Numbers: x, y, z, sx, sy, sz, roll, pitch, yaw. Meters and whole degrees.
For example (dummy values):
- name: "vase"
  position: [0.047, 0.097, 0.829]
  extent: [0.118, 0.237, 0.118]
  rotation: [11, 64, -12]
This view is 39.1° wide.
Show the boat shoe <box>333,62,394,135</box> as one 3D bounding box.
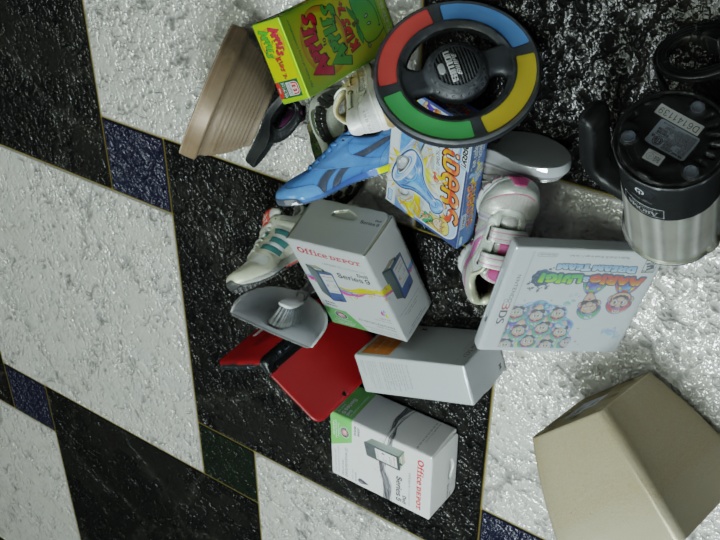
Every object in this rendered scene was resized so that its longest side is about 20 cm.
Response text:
- name: "boat shoe"
  position: [-0.004, -0.220, 1.309]
  extent: [0.069, 0.200, 0.071]
  rotation: [-22, 110, 3]

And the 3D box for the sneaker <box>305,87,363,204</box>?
- name: "sneaker"
  position: [-0.044, -0.184, 1.468]
  extent: [0.089, 0.077, 0.200]
  rotation: [-130, 29, -49]

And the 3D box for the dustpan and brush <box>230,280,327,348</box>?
- name: "dustpan and brush"
  position: [-0.100, 0.051, 1.566]
  extent: [0.139, 0.200, 0.057]
  rotation: [23, 102, 10]

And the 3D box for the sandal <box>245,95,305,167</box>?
- name: "sandal"
  position: [-0.113, -0.215, 1.489]
  extent: [0.048, 0.075, 0.200]
  rotation: [36, 145, 0]

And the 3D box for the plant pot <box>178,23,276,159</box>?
- name: "plant pot"
  position: [-0.180, -0.243, 1.455]
  extent: [0.093, 0.201, 0.201]
  rotation: [22, 137, -10]

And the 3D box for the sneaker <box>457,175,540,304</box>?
- name: "sneaker"
  position: [0.179, -0.031, 1.281]
  extent: [0.081, 0.088, 0.200]
  rotation: [6, 135, -6]

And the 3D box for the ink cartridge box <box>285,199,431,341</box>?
- name: "ink cartridge box"
  position: [0.000, 0.000, 1.483]
  extent: [0.145, 0.088, 0.200]
  rotation: [14, 145, 33]

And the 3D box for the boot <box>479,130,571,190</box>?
- name: "boot"
  position: [0.184, -0.125, 1.308]
  extent: [0.200, 0.074, 0.096]
  rotation: [21, 137, 39]

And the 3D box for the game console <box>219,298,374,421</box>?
- name: "game console"
  position: [-0.090, 0.140, 1.614]
  extent: [0.172, 0.200, 0.119]
  rotation: [-6, 114, 42]

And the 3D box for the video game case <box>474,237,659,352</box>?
- name: "video game case"
  position: [0.262, 0.035, 1.286]
  extent: [0.200, 0.024, 0.182]
  rotation: [2, 132, -14]

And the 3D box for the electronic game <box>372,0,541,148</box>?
- name: "electronic game"
  position: [0.114, -0.235, 1.202]
  extent: [0.200, 0.200, 0.042]
  rotation: [34, 166, 17]

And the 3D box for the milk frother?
- name: "milk frother"
  position: [0.356, -0.141, 1.111]
  extent: [0.181, 0.200, 0.188]
  rotation: [56, 180, 28]

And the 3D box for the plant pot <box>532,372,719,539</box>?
- name: "plant pot"
  position: [0.350, 0.253, 1.346]
  extent: [0.200, 0.200, 0.177]
  rotation: [-34, 83, 47]

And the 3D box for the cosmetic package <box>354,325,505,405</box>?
- name: "cosmetic package"
  position: [0.103, 0.138, 1.526]
  extent: [0.200, 0.101, 0.071]
  rotation: [2, 119, 38]

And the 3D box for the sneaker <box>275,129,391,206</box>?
- name: "sneaker"
  position: [-0.032, -0.152, 1.399]
  extent: [0.200, 0.066, 0.079]
  rotation: [-23, 111, 0]

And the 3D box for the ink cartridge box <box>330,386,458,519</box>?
- name: "ink cartridge box"
  position: [0.054, 0.301, 1.691]
  extent: [0.200, 0.084, 0.146]
  rotation: [20, 130, 28]

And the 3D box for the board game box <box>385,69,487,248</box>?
- name: "board game box"
  position: [0.096, -0.141, 1.306]
  extent: [0.135, 0.034, 0.200]
  rotation: [37, 144, 30]

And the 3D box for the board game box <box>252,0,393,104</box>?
- name: "board game box"
  position: [-0.038, -0.294, 1.270]
  extent: [0.048, 0.200, 0.102]
  rotation: [-4, 116, 41]

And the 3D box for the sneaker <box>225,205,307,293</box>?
- name: "sneaker"
  position: [-0.139, -0.039, 1.538]
  extent: [0.070, 0.200, 0.093]
  rotation: [-26, 94, 53]
